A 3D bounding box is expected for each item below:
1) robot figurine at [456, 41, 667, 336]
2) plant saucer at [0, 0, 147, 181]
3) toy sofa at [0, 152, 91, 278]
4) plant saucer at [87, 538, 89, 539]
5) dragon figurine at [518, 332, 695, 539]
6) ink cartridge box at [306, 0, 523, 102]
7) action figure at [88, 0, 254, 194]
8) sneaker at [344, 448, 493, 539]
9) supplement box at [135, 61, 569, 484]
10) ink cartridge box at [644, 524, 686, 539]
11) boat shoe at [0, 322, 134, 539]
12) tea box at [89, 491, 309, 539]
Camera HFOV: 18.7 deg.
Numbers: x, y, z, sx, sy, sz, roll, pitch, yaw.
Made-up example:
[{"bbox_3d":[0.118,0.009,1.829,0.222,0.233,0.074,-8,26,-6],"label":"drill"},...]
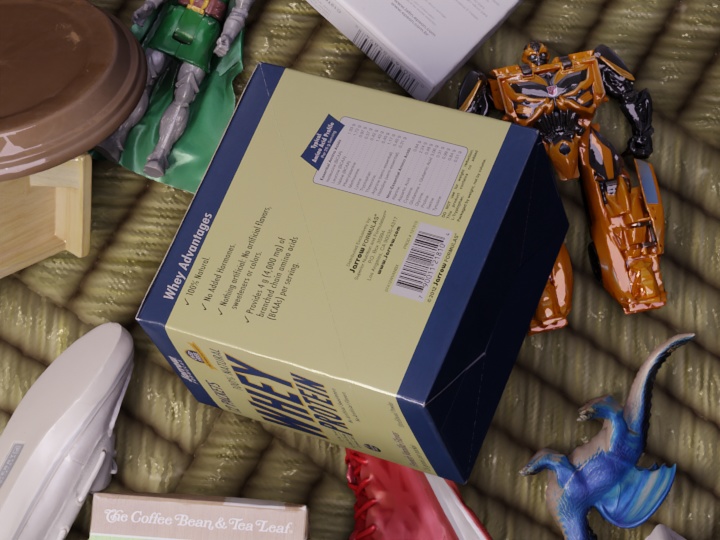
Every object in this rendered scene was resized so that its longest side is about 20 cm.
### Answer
[{"bbox_3d":[0.142,-0.063,1.501,0.145,0.058,0.200,-12,84,-4],"label":"robot figurine"},{"bbox_3d":[-0.241,-0.128,1.439,0.200,0.029,0.200,-4,42,4],"label":"plant saucer"},{"bbox_3d":[-0.278,-0.030,1.423,0.098,0.083,0.200,28,39,33],"label":"toy sofa"},{"bbox_3d":[-0.120,0.259,1.465,0.200,0.031,0.200,0,83,-1],"label":"plant saucer"},{"bbox_3d":[0.176,0.138,1.475,0.099,0.059,0.200,44,88,2],"label":"dragon figurine"},{"bbox_3d":[0.037,-0.249,1.523,0.196,0.043,0.200,43,67,3],"label":"ink cartridge box"},{"bbox_3d":[-0.120,-0.162,1.511,0.118,0.055,0.200,22,78,4],"label":"action figure"},{"bbox_3d":[0.007,0.164,1.459,0.115,0.078,0.200,-35,84,-7],"label":"sneaker"},{"bbox_3d":[0.000,0.000,1.402,0.200,0.134,0.200,16,68,21],"label":"supplement box"},{"bbox_3d":[0.187,0.259,1.378,0.084,0.200,0.145,34,97,0],"label":"ink cartridge box"},{"bbox_3d":[-0.199,0.130,1.462,0.069,0.072,0.200,43,60,-32],"label":"boat shoe"},{"bbox_3d":[-0.102,0.239,1.352,0.134,0.200,0.197,3,83,-1],"label":"tea box"}]
